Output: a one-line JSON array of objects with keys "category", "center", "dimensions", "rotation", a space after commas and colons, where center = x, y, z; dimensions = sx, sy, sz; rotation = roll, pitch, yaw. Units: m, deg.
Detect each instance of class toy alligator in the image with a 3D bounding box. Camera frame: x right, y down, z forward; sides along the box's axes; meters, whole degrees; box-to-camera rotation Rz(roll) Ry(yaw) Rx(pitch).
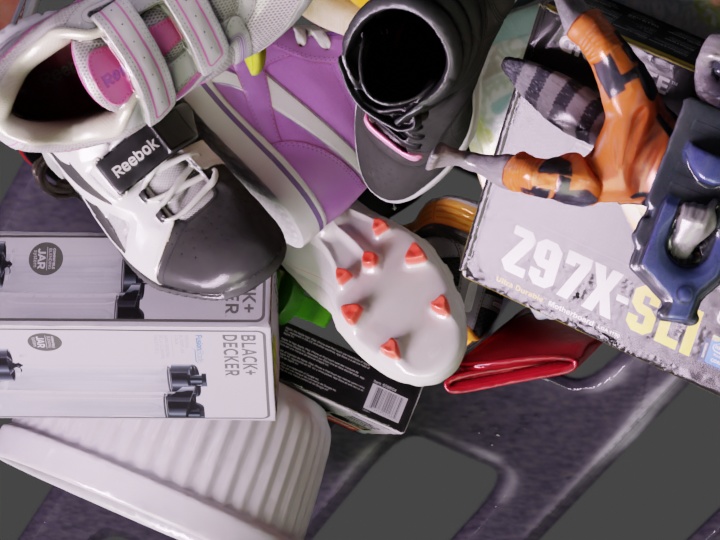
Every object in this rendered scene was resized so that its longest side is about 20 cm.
[{"category": "toy alligator", "center": [-0.097, -0.011, 1.688], "dimensions": [0.200, 0.059, 0.054], "rotation": [28, -177, -18]}]

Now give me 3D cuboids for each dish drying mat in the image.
[{"category": "dish drying mat", "center": [0.104, 0.037, 1.650], "dimensions": [0.077, 0.200, 0.018], "rotation": [-11, 96, 17]}]

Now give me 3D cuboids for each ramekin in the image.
[{"category": "ramekin", "center": [-0.113, 0.103, 1.784], "dimensions": [0.200, 0.105, 0.200], "rotation": [22, 171, 4]}]

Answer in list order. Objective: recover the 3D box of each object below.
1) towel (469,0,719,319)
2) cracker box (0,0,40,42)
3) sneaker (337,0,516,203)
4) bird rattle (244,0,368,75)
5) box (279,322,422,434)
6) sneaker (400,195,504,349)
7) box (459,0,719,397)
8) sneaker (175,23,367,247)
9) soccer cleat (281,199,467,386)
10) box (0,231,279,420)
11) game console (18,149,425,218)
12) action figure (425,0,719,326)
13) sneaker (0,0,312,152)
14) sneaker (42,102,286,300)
[{"category": "towel", "center": [0.147, -0.073, 1.534], "dimensions": [0.200, 0.048, 0.172], "rotation": [-15, 101, 32]}, {"category": "cracker box", "center": [-0.214, -0.120, 1.594], "dimensions": [0.058, 0.134, 0.200], "rotation": [20, 141, -5]}, {"category": "sneaker", "center": [0.018, -0.091, 1.464], "dimensions": [0.071, 0.099, 0.200], "rotation": [35, 138, 11]}, {"category": "bird rattle", "center": [0.005, -0.182, 1.506], "dimensions": [0.200, 0.113, 0.163], "rotation": [-34, 134, 29]}, {"category": "box", "center": [-0.069, 0.045, 1.788], "dimensions": [0.200, 0.035, 0.110], "rotation": [25, 172, -12]}, {"category": "sneaker", "center": [0.039, 0.016, 1.694], "dimensions": [0.078, 0.077, 0.200], "rotation": [14, 165, -6]}, {"category": "box", "center": [0.163, -0.032, 1.484], "dimensions": [0.200, 0.049, 0.160], "rotation": [26, 119, 18]}, {"category": "sneaker", "center": [-0.061, -0.122, 1.592], "dimensions": [0.201, 0.114, 0.073], "rotation": [48, 165, -9]}, {"category": "soccer cleat", "center": [0.000, 0.000, 1.626], "dimensions": [0.200, 0.069, 0.078], "rotation": [46, 173, 37]}, {"category": "box", "center": [-0.145, 0.032, 1.635], "dimensions": [0.199, 0.060, 0.117], "rotation": [1, 150, -1]}, {"category": "game console", "center": [-0.085, -0.069, 1.704], "dimensions": [0.200, 0.031, 0.177], "rotation": [36, 131, -25]}, {"category": "action figure", "center": [0.157, -0.080, 1.411], "dimensions": [0.193, 0.200, 0.105], "rotation": [29, 178, 9]}, {"category": "sneaker", "center": [-0.103, -0.110, 1.431], "dimensions": [0.200, 0.088, 0.081], "rotation": [-32, 107, 14]}, {"category": "sneaker", "center": [-0.120, -0.059, 1.551], "dimensions": [0.200, 0.074, 0.089], "rotation": [38, 161, 34]}]
